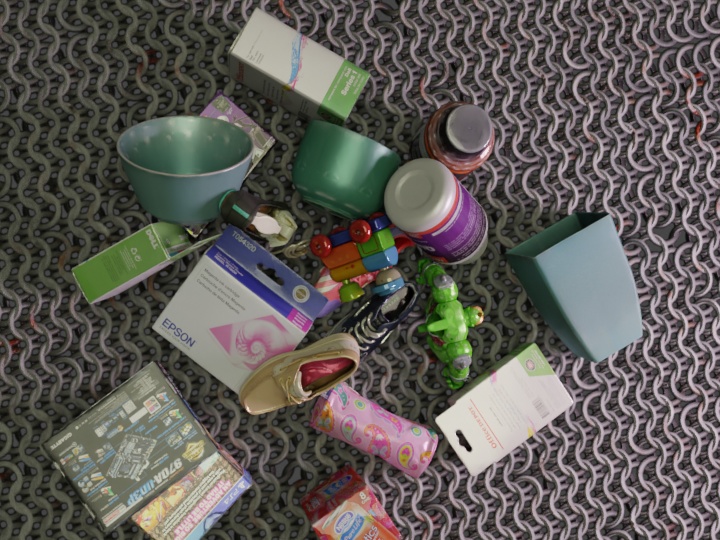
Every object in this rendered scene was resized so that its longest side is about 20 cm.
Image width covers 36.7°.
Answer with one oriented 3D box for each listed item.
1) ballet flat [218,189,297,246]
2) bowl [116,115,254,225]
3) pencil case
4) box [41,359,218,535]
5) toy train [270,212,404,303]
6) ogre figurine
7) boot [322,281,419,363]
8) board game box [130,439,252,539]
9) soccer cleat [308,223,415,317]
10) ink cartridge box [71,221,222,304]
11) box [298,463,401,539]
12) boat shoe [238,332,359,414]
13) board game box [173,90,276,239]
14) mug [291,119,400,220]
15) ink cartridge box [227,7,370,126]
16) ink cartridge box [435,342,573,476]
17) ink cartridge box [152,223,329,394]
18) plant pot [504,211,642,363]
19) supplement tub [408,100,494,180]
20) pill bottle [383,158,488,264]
[{"bbox_3d":[-0.139,-0.068,1.606,0.068,0.200,0.069,34,99,22],"label":"ballet flat"},{"bbox_3d":[-0.254,-0.139,1.588,0.198,0.202,0.106,-1,123,-7],"label":"bowl"},{"bbox_3d":[0.020,0.241,1.666,0.198,0.087,0.088,28,84,-4],"label":"pencil case"},{"bbox_3d":[-0.326,0.249,1.543,0.199,0.046,0.160,-37,92,-8],"label":"box"},{"bbox_3d":[-0.033,-0.003,1.621,0.198,0.084,0.117,-19,92,28],"label":"toy train"},{"bbox_3d":[0.133,0.082,1.670,0.097,0.120,0.203,5,87,-7],"label":"ogre figurine"},{"bbox_3d":[0.008,0.088,1.668,0.073,0.090,0.200,43,83,-3],"label":"boot"},{"bbox_3d":[-0.285,0.301,1.617,0.200,0.097,0.160,45,83,-3],"label":"board game box"},{"bbox_3d":[0.000,0.000,1.675,0.076,0.067,0.200,35,77,32],"label":"soccer cleat"},{"bbox_3d":[-0.312,-0.027,1.596,0.198,0.104,0.060,-28,91,14],"label":"ink cartridge box"},{"bbox_3d":[-0.019,0.363,1.595,0.099,0.200,0.096,-34,93,-7],"label":"box"},{"bbox_3d":[-0.091,0.160,1.609,0.198,0.069,0.074,-29,114,3],"label":"boat shoe"},{"bbox_3d":[-0.236,-0.163,1.684,0.120,0.032,0.201,38,83,1],"label":"board game box"},{"bbox_3d":[-0.014,-0.138,1.647,0.183,0.152,0.116,23,87,-6],"label":"mug"},{"bbox_3d":[-0.096,-0.297,1.648,0.198,0.145,0.085,30,83,-4],"label":"ink cartridge box"},{"bbox_3d":[0.217,0.217,1.699,0.199,0.067,0.118,-34,92,-9],"label":"ink cartridge box"},{"bbox_3d":[-0.182,0.066,1.643,0.195,0.043,0.201,37,103,-3],"label":"ink cartridge box"},{"bbox_3d":[0.345,0.032,1.692,0.140,0.141,0.202,-28,98,-8],"label":"plant pot"},{"bbox_3d":[0.141,-0.193,1.643,0.105,0.200,0.109,1,85,-9],"label":"supplement tub"},{"bbox_3d":[0.122,-0.080,1.634,0.111,0.200,0.114,-11,64,25],"label":"pill bottle"}]
